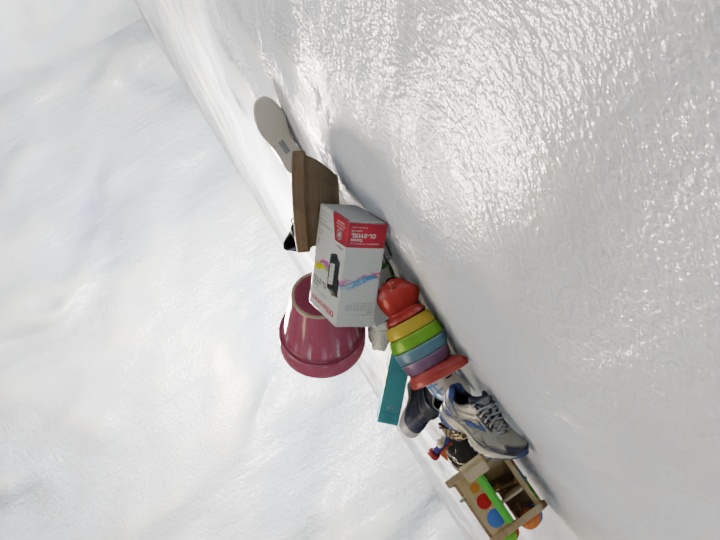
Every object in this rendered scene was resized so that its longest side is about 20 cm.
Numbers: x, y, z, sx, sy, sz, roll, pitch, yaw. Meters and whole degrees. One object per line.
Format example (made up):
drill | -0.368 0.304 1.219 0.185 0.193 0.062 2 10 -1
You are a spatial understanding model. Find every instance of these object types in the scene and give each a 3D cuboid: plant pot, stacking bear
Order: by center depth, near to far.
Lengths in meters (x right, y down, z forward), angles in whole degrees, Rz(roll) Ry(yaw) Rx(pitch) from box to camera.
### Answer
stacking bear | 0.098 0.107 1.469 0.202 0.113 0.121 63 172 3
plant pot | -0.087 -0.139 1.585 0.201 0.091 0.204 177 90 -90
plant pot | -0.085 0.106 1.739 0.201 0.198 0.180 53 157 32

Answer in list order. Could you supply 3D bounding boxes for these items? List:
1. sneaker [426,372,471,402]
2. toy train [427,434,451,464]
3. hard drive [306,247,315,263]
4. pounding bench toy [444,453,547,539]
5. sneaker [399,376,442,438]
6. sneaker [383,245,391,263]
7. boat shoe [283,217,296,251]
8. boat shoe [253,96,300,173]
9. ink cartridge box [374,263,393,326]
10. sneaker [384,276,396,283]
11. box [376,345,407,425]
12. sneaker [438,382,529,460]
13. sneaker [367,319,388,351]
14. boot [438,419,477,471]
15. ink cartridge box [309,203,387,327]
sneaker | 0.149 0.192 1.589 0.200 0.071 0.073 47 159 42
toy train | 0.232 0.464 1.968 0.116 0.085 0.200 45 179 13
hard drive | -0.081 -0.080 1.870 0.140 0.033 0.201 53 149 34
pounding bench toy | 0.249 0.414 1.435 0.157 0.124 0.200 55 -174 20
sneaker | 0.160 0.256 1.743 0.076 0.147 0.203 30 -141 -10
sneaker | -0.008 -0.052 1.608 0.079 0.079 0.200 63 169 -28
boat shoe | -0.129 -0.085 1.843 0.085 0.068 0.200 63 152 18
boat shoe | -0.188 -0.313 1.804 0.201 0.072 0.069 54 176 -36
ink cartridge box | 0.000 0.000 1.720 0.200 0.083 0.147 50 169 42
sneaker | 0.096 0.102 1.551 0.201 0.073 0.112 56 173 28
box | 0.079 0.237 1.774 0.082 0.048 0.203 -90 11 -85
sneaker | 0.217 0.265 1.408 0.199 0.076 0.086 26 118 43
sneaker | 0.042 0.128 1.813 0.200 0.074 0.082 -74 -14 -80
boot | 0.229 0.391 1.801 0.152 0.073 0.200 59 168 -14
ink cartridge box | -0.026 -0.010 1.487 0.146 0.082 0.203 -144 59 -60
